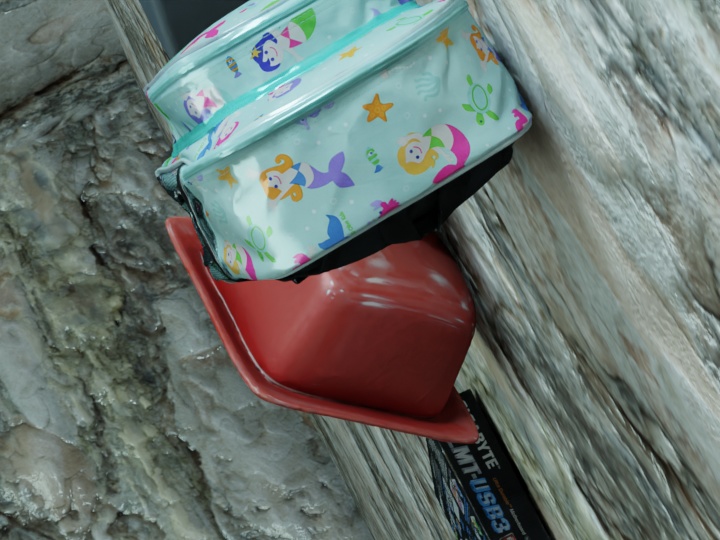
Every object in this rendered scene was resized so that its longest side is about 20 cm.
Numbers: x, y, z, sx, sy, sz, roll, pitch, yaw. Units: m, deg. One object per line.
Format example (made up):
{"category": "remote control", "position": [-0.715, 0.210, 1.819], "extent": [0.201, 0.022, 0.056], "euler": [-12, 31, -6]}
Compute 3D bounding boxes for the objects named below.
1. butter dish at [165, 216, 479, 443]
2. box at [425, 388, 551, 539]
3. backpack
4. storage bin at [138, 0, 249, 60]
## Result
{"category": "butter dish", "position": [0.000, 0.000, 1.579], "extent": [0.199, 0.148, 0.200], "euler": [14, -148, -36]}
{"category": "box", "position": [0.113, 0.218, 1.845], "extent": [0.199, 0.050, 0.200], "euler": [61, 173, 26]}
{"category": "backpack", "position": [-0.012, -0.073, 1.181], "extent": [0.151, 0.177, 0.200], "euler": [61, 171, -10]}
{"category": "storage bin", "position": [-0.080, -0.220, 1.367], "extent": [0.200, 0.134, 0.146], "euler": [78, 166, -60]}
